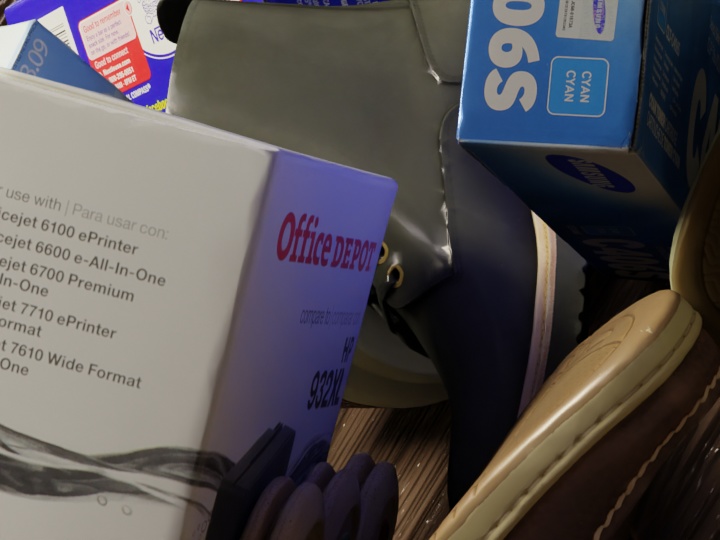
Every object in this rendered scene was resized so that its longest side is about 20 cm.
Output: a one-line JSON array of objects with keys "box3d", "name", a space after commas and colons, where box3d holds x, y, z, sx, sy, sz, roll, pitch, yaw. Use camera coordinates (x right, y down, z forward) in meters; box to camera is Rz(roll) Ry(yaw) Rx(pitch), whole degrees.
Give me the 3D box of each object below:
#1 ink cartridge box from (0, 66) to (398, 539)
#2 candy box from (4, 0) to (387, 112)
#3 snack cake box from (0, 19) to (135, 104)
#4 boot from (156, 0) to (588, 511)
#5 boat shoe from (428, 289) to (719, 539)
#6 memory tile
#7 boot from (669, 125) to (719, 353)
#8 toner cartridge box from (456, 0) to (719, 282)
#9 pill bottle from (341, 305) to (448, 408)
[{"box3d": [-0.064, 0.058, 0.733, 0.145, 0.083, 0.201, 7, -83, -77], "name": "ink cartridge box"}, {"box3d": [-0.003, -0.109, 1.036, 0.199, 0.077, 0.169, -19, 1, -35], "name": "candy box"}, {"box3d": [-0.119, 0.038, 0.858, 0.067, 0.115, 0.201, -5, 54, 46], "name": "snack cake box"}, {"box3d": [0.000, 0.000, 0.834, 0.078, 0.137, 0.201, 87, -175, -51], "name": "boot"}, {"box3d": [0.045, 0.088, 0.677, 0.200, 0.072, 0.072, -58, -6, 37], "name": "boat shoe"}, {"box3d": [-0.031, 0.150, 0.759, 0.153, 0.017, 0.201, 8, -82, -78], "name": "memory tile"}, {"box3d": [0.133, -0.070, 0.701, 0.201, 0.072, 0.155, -58, 10, 2], "name": "boot"}, {"box3d": [0.069, -0.057, 0.711, 0.200, 0.043, 0.096, 30, -116, -73], "name": "toner cartridge box"}, {"box3d": [0.003, -0.008, 0.992, 0.115, 0.114, 0.200, -61, 11, -10], "name": "pill bottle"}]
